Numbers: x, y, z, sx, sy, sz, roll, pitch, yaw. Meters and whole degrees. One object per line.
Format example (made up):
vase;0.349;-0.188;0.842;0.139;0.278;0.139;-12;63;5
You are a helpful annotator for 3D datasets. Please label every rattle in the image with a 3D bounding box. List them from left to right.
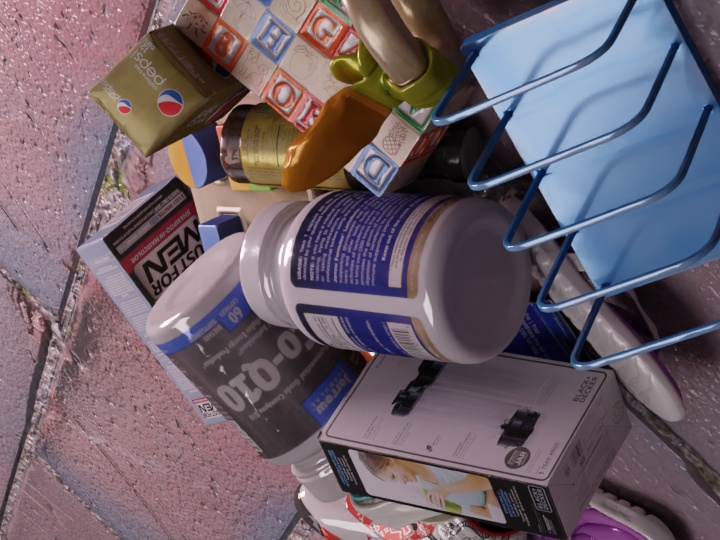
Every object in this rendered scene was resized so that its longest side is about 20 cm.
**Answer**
rattle;-0.023;-0.178;1.355;0.142;0.130;0.201;-32;89;37

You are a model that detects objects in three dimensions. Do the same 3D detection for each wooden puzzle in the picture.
wooden puzzle;-0.094;-0.055;1.677;0.199;0.046;0.187;7;116;54

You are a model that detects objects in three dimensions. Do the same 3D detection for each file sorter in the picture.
file sorter;0.152;-0.058;1.285;0.138;0.123;0.201;-20;112;31

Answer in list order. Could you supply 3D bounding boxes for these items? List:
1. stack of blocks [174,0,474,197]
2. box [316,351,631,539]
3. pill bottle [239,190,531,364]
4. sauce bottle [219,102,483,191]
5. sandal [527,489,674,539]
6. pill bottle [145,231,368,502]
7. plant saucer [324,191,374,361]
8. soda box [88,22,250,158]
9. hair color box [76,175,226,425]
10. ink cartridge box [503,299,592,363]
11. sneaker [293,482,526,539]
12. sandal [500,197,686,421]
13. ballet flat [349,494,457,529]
stack of blocks;-0.020;-0.161;1.446;0.200;0.058;0.116;41;118;13
box;0.082;0.117;1.511;0.199;0.117;0.060;8;138;34
pill bottle;0.014;0.001;1.484;0.199;0.116;0.116;6;131;42
sauce bottle;-0.006;-0.089;1.526;0.198;0.065;0.065;5;133;26
sandal;0.169;0.209;1.681;0.202;0.050;0.083;7;131;49
pill bottle;-0.063;0.078;1.613;0.200;0.114;0.114;47;151;-15
plant saucer;0.000;0.000;1.646;0.200;0.032;0.202;36;137;42
soda box;-0.127;-0.142;1.528;0.068;0.200;0.064;-42;90;17
hair color box;-0.151;0.028;1.850;0.201;0.099;0.060;55;149;-12
ink cartridge box;0.112;0.075;1.598;0.100;0.039;0.200;55;157;-11
sneaker;0.045;0.194;1.701;0.200;0.067;0.108;28;132;14
sandal;0.171;0.018;1.464;0.203;0.050;0.083;51;174;18
ballet flat;0.083;0.161;1.599;0.199;0.070;0.070;-17;114;34
